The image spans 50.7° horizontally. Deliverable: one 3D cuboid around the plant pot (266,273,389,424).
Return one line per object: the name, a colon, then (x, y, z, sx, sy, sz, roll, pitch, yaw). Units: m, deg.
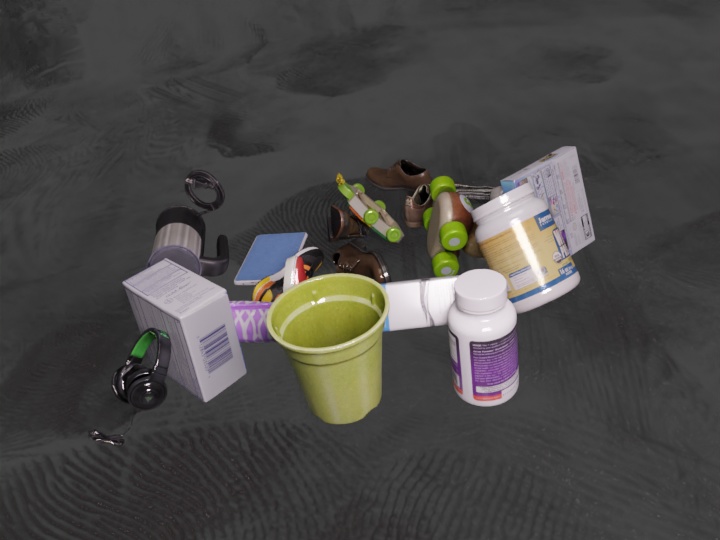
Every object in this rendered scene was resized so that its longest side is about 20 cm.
plant pot: (-0.039, 0.138, 1.240, 0.195, 0.187, 0.202, -7, 33, 5)

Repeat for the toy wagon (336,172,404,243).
toy wagon: (0.014, -0.138, 1.663, 0.040, 0.199, 0.156, -47, 28, 13)

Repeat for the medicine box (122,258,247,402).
medicine box: (-0.316, 0.103, 1.370, 0.102, 0.185, 0.198, -32, 39, -33)

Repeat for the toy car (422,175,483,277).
toy car: (0.240, -0.085, 1.559, 0.195, 0.160, 0.166, 1, 46, -9)

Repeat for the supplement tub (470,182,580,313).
supplement tub: (0.294, -0.040, 1.375, 0.142, 0.203, 0.145, -25, -1, 0)

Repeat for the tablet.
tablet: (-0.198, -0.028, 1.700, 0.127, 0.014, 0.201, -3, 32, 12)

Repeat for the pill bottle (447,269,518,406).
pill bottle: (0.195, 0.105, 1.209, 0.109, 0.204, 0.112, -6, 32, 4)

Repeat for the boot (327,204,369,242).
boot: (-0.019, -0.105, 1.655, 0.095, 0.077, 0.200, -5, -3, -8)

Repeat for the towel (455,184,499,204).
towel: (0.290, -0.160, 1.676, 0.188, 0.035, 0.199, 6, 1, 21)

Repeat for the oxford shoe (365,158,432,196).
oxford shoe: (0.095, -0.242, 1.886, 0.197, 0.086, 0.073, 12, 40, 34)

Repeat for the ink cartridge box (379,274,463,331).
ink cartridge box: (0.107, 0.059, 1.360, 0.195, 0.086, 0.145, -6, -3, 6)

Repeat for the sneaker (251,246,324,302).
sneaker: (-0.128, 0.030, 1.554, 0.089, 0.071, 0.199, 31, 49, 26)

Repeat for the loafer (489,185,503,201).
loafer: (0.336, -0.102, 1.552, 0.069, 0.197, 0.071, -13, 57, 57)

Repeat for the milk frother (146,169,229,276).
milk frother: (-0.381, -0.092, 1.676, 0.176, 0.204, 0.189, -8, 32, -5)

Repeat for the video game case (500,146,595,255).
video game case: (0.373, -0.117, 1.505, 0.179, 0.204, 0.045, -28, 20, -28)

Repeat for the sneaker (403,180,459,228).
sneaker: (0.172, -0.174, 1.765, 0.069, 0.077, 0.199, 16, 41, 35)

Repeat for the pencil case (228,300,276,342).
pencil case: (-0.193, 0.093, 1.444, 0.195, 0.086, 0.085, -4, 45, 12)

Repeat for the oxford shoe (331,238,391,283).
oxford shoe: (0.000, 0.000, 1.542, 0.083, 0.074, 0.199, -24, 23, -18)

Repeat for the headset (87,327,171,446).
headset: (-0.384, 0.193, 1.275, 0.122, 0.093, 0.204, 6, 76, 52)

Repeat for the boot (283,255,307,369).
boot: (-0.063, 0.070, 1.351, 0.141, 0.205, 0.072, -5, 7, 6)
